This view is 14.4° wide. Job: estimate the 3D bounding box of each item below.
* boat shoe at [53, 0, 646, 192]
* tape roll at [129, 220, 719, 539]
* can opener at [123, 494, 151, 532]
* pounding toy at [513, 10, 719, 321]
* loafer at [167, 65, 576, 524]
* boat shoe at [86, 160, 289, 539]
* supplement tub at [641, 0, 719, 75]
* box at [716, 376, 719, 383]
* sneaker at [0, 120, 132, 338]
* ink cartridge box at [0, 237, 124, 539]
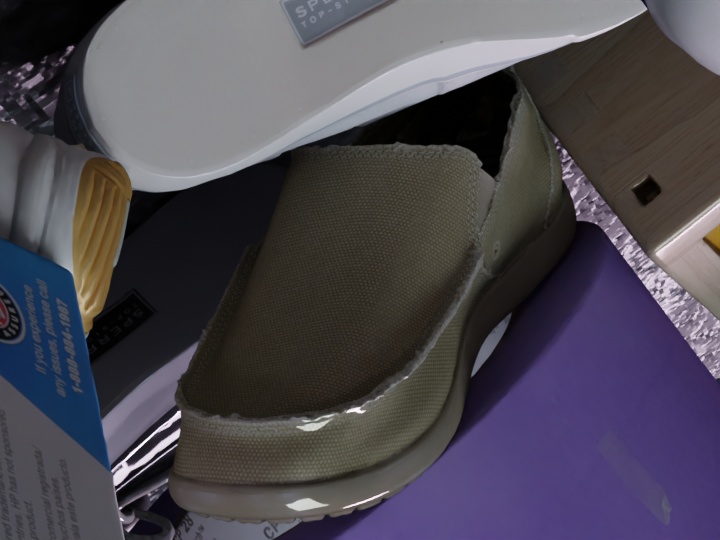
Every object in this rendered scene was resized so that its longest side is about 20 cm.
[{"bbox_3d":[0.007,-0.072,0.777,0.200,0.072,0.069,-32,-174,-19],"label":"boat shoe"},{"bbox_3d":[0.017,0.078,0.860,0.200,0.085,0.200,-36,-168,9],"label":"tape roll"},{"bbox_3d":[-0.160,0.104,0.894,0.200,0.067,0.053,-36,145,-25],"label":"can opener"},{"bbox_3d":[0.175,-0.057,0.904,0.184,0.142,0.200,-39,154,9],"label":"pounding toy"},{"bbox_3d":[0.000,0.000,0.784,0.200,0.076,0.068,-52,135,-54],"label":"loafer"},{"bbox_3d":[-0.085,0.048,0.852,0.199,0.074,0.068,-41,140,-10],"label":"boat shoe"},{"bbox_3d":[0.070,-0.150,0.562,0.145,0.200,0.146,-27,152,-16],"label":"supplement tub"},{"bbox_3d":[0.146,0.060,0.963,0.200,0.038,0.137,-27,-173,-9],"label":"box"},{"bbox_3d":[-0.139,0.012,0.751,0.088,0.076,0.200,24,138,-21],"label":"sneaker"},{"bbox_3d":[-0.172,0.053,0.598,0.200,0.147,0.145,27,118,-30],"label":"ink cartridge box"}]
